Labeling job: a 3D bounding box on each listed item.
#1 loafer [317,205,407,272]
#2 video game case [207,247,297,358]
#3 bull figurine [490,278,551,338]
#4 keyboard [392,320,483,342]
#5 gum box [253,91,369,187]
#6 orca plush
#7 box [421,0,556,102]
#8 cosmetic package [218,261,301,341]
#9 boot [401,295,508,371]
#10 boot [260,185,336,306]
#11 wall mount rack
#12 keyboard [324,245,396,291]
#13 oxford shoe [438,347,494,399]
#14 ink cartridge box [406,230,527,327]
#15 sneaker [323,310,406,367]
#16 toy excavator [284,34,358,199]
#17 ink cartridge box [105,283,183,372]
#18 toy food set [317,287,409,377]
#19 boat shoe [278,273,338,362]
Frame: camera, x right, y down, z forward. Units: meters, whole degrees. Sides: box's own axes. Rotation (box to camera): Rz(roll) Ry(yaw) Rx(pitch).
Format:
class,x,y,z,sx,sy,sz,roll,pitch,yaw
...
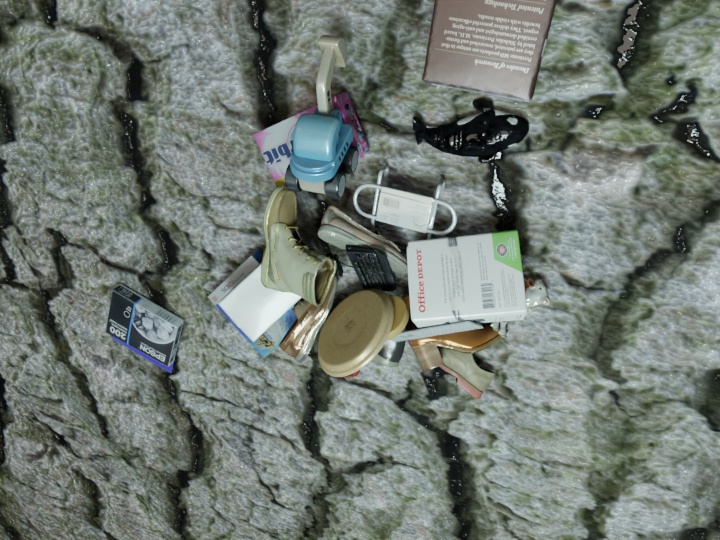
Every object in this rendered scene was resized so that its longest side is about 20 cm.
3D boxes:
class,x,y,z,sx,sy,sz,roll,pitch,yaw
loafer,0.015,-0.058,1.008,0.197,0.064,0.071,24,160,-26
video game case,-0.227,0.079,1.234,0.180,0.046,0.201,-37,99,31
bull figurine,0.254,0.051,1.022,0.197,0.065,0.123,21,79,18
keyboard,0.129,0.115,1.003,0.198,0.056,0.011,-16,71,38
gum box,-0.087,-0.242,1.009,0.197,0.066,0.115,-16,109,25
orca plush,0.181,-0.234,0.914,0.196,0.071,0.107,16,120,12
box,0.196,-0.375,0.783,0.161,0.166,0.204,13,120,12
cosmetic package,-0.186,0.037,1.131,0.199,0.081,0.113,-40,99,4
boot,0.184,0.097,1.085,0.196,0.077,0.158,-20,79,4
boot,-0.113,-0.046,1.007,0.153,0.071,0.204,18,106,37
wall mount rack,0.084,-0.098,1.021,0.196,0.075,0.177,16,117,13
keyboard,0.000,0.000,1.053,0.124,0.021,0.201,9,160,14
oxford shoe,0.193,0.177,1.132,0.199,0.070,0.075,41,95,-1
ink cartridge box,0.188,0.019,0.967,0.196,0.084,0.149,-5,75,12
sneaker,0.016,0.111,1.159,0.198,0.075,0.108,28,102,15
toy excavator,-0.059,-0.250,0.890,0.098,0.197,0.202,13,145,13
ink cartridge box,-0.565,0.163,1.399,0.195,0.044,0.202,27,122,5
toy food set,-0.006,0.119,1.059,0.049,0.202,0.197,41,168,-33
boat shoe,-0.108,0.090,1.129,0.071,0.076,0.203,26,87,-7
